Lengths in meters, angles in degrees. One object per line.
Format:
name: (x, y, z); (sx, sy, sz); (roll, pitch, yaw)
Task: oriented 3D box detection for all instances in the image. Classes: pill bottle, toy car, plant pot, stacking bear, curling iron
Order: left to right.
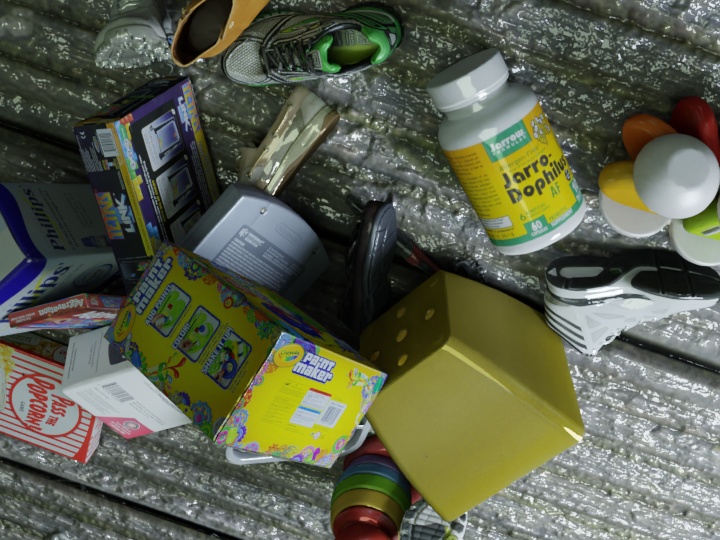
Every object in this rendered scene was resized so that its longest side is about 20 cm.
stacking bear: (0.013, 0.316, 1.173); (0.114, 0.200, 0.122); (-6, 116, 14)
curling iron: (0.066, -0.029, 1.093); (0.200, 0.026, 0.050); (33, 96, -2)
plant pot: (0.106, 0.122, 1.045); (0.200, 0.200, 0.176); (-38, 115, 24)
pill bottle: (0.151, -0.127, 0.978); (0.113, 0.113, 0.200); (-23, 110, 19)
toy car: (0.354, -0.099, 0.950); (0.200, 0.175, 0.150); (22, 82, -1)

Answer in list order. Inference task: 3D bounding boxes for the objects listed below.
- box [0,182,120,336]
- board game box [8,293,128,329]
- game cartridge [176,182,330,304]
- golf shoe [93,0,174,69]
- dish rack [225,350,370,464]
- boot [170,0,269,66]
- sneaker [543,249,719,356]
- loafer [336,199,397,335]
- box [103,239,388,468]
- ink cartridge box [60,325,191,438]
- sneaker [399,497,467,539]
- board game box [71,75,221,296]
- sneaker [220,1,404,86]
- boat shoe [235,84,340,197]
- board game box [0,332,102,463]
box: (-0.387, -0.010, 1.070); (0.184, 0.200, 0.105); (-36, 78, 24)
board game box: (-0.315, 0.051, 1.109); (0.103, 0.200, 0.019); (-16, 82, 16)
game cartridge: (-0.119, -0.017, 1.045); (0.133, 0.040, 0.200); (-44, 146, 4)
golf shoe: (-0.234, -0.257, 0.935); (0.078, 0.200, 0.097); (-12, 103, -4)
dish rack: (-0.069, 0.164, 1.158); (0.200, 0.044, 0.172); (1, 125, -32)
boot: (-0.112, -0.291, 0.918); (0.071, 0.144, 0.201); (35, 111, -12)
sneaker: (0.311, 0.041, 1.071); (0.200, 0.076, 0.115); (2, 133, 4)
loafer: (0.000, 0.000, 1.082); (0.063, 0.072, 0.200); (20, 134, 20)
box: (-0.115, 0.089, 0.946); (0.193, 0.200, 0.122); (33, 92, 35)
ink cartridge box: (-0.247, 0.127, 1.162); (0.200, 0.084, 0.145); (-17, 140, 17)
sneaker: (0.103, 0.313, 1.165); (0.074, 0.200, 0.085); (18, 130, 17)
board game box: (-0.225, -0.096, 1.026); (0.057, 0.165, 0.200); (-2, 116, 20)
sneaker: (-0.057, -0.237, 0.974); (0.200, 0.085, 0.078); (-10, 114, 15)
boat shoe: (-0.107, -0.123, 1.052); (0.065, 0.072, 0.200); (42, 113, -2)
board game box: (-0.447, 0.163, 1.264); (0.200, 0.046, 0.152); (20, 118, -1)
